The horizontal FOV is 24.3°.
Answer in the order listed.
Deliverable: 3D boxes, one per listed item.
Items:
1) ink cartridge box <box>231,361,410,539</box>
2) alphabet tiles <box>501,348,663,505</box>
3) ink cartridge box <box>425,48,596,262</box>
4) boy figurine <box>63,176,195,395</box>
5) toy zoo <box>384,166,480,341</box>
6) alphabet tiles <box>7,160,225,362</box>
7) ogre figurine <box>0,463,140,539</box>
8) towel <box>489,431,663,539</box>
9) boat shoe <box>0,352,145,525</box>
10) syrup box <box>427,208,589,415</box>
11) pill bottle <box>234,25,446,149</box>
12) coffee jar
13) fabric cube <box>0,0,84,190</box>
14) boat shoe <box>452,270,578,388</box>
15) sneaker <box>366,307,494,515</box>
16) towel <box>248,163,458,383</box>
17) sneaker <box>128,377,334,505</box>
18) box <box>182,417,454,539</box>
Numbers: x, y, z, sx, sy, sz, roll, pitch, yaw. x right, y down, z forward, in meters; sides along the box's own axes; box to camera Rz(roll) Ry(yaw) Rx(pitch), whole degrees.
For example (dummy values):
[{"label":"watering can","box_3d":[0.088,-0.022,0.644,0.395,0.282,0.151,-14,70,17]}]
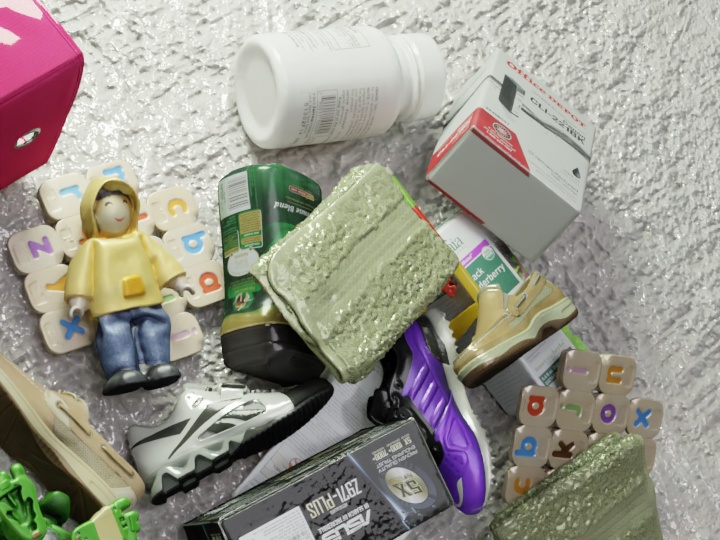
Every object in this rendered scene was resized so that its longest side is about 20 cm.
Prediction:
[{"label":"ink cartridge box","box_3d":[-0.010,0.195,1.612,0.162,0.050,0.200,43,71,-7]},{"label":"alphabet tiles","box_3d":[0.225,0.182,1.687,0.194,0.015,0.202,8,94,-35]},{"label":"ink cartridge box","box_3d":[0.160,-0.123,1.736,0.144,0.084,0.201,37,31,-10]},{"label":"boy figurine","box_3d":[-0.211,0.010,1.527,0.123,0.064,0.202,-5,77,-25]},{"label":"toy zoo","box_3d":[0.036,0.017,1.656,0.131,0.020,0.201,-38,90,12]},{"label":"alphabet tiles","box_3d":[-0.227,-0.002,1.577,0.194,0.015,0.202,-20,81,-31]},{"label":"ogre figurine","box_3d":[-0.269,0.227,1.415,0.198,0.120,0.099,10,63,-25]},{"label":"towel","box_3d":[0.221,0.262,1.664,0.199,0.036,0.150,-27,109,-27]},{"label":"boat shoe","box_3d":[-0.273,0.141,1.480,0.200,0.071,0.065,51,48,-7]},{"label":"syrup box","box_3d":[0.133,0.040,1.710,0.079,0.081,0.201,-39,93,-33]},{"label":"pill bottle","box_3d":[-0.018,-0.190,1.701,0.198,0.114,0.115,-9,75,-29]},{"label":"coffee jar","box_3d":[-0.083,0.007,1.594,0.104,0.085,0.202,22,59,-52]},{"label":"fabric cube","box_3d":[-0.388,-0.162,1.444,0.199,0.196,0.200,-37,82,-33]},{"label":"boat shoe","box_3d":[0.134,0.050,1.603,0.076,0.072,0.200,55,32,5]},{"label":"sneaker","box_3d":[0.055,0.141,1.586,0.099,0.070,0.202,-11,73,-23]},{"label":"towel","box_3d":[0.000,0.000,1.556,0.149,0.036,0.200,49,52,-5]},{"label":"sneaker","box_3d":[-0.122,0.130,1.538,0.199,0.074,0.089,-25,70,-16]},{"label":"box","box_3d":[-0.041,0.217,1.483,0.199,0.164,0.087,-26,90,-20]}]
